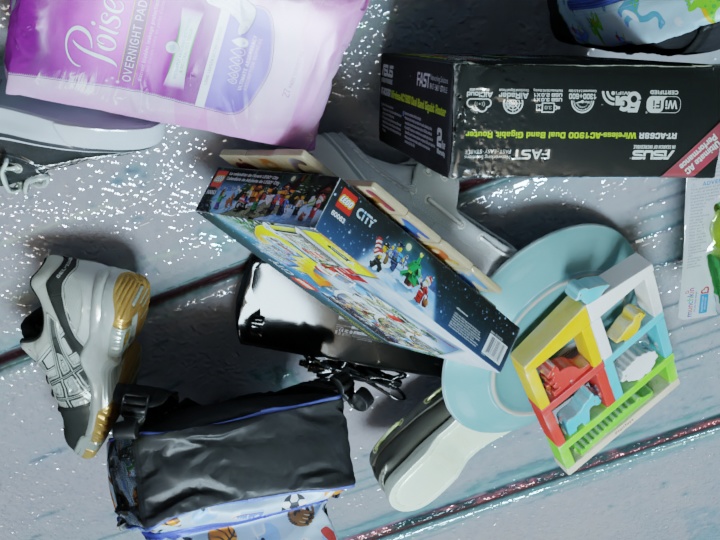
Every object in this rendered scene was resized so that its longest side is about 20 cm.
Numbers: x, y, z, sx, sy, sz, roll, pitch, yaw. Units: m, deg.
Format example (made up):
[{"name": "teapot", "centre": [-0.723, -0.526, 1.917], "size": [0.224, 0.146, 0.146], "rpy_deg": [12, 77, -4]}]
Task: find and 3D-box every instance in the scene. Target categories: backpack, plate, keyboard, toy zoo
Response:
[{"name": "backpack", "centre": [0.189, -0.181, 0.581], "size": [0.162, 0.200, 0.154], "rpy_deg": [-16, 115, 6]}, {"name": "backpack", "centre": [-0.108, 0.159, 0.840], "size": [0.199, 0.155, 0.190], "rpy_deg": [-1, 176, -23]}, {"name": "plate", "centre": [0.153, 0.055, 0.857], "size": [0.199, 0.026, 0.201], "rpy_deg": [-20, 130, -25]}, {"name": "keyboard", "centre": [-0.009, 0.045, 0.874], "size": [0.199, 0.040, 0.105], "rpy_deg": [12, 106, -20]}, {"name": "toy zoo", "centre": [0.191, 0.071, 0.864], "size": [0.131, 0.020, 0.200], "rpy_deg": [-38, 136, -8]}]

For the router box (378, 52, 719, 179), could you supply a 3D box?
[{"name": "router box", "centre": [0.101, -0.097, 0.641], "size": [0.149, 0.200, 0.062], "rpy_deg": [0, 102, -10]}]

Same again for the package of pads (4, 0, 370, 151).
[{"name": "package of pads", "centre": [-0.104, -0.149, 0.638], "size": [0.199, 0.076, 0.121], "rpy_deg": [10, 127, -19]}]

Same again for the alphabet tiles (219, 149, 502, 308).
[{"name": "alphabet tiles", "centre": [0.001, -0.026, 0.738], "size": [0.200, 0.166, 0.006], "rpy_deg": [37, 73, -35]}]

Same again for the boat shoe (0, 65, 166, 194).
[{"name": "boat shoe", "centre": [-0.222, -0.084, 0.676], "size": [0.198, 0.074, 0.068], "rpy_deg": [0, 128, -10]}]

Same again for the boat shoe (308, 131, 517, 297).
[{"name": "boat shoe", "centre": [0.044, -0.046, 0.771], "size": [0.069, 0.072, 0.200], "rpy_deg": [-47, 120, 5]}]

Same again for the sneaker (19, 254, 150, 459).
[{"name": "sneaker", "centre": [-0.218, 0.063, 0.829], "size": [0.087, 0.076, 0.201], "rpy_deg": [19, 130, 0]}]

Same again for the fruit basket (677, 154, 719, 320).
[{"name": "fruit basket", "centre": [0.331, -0.059, 0.812], "size": [0.184, 0.094, 0.201], "rpy_deg": [-11, 118, -1]}]

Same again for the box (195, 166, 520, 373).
[{"name": "box", "centre": [0.000, 0.000, 0.739], "size": [0.200, 0.136, 0.038], "rpy_deg": [38, 73, -38]}]

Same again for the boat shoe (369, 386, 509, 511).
[{"name": "boat shoe", "centre": [0.091, 0.120, 0.926], "size": [0.202, 0.060, 0.072], "rpy_deg": [-41, 131, 1]}]
